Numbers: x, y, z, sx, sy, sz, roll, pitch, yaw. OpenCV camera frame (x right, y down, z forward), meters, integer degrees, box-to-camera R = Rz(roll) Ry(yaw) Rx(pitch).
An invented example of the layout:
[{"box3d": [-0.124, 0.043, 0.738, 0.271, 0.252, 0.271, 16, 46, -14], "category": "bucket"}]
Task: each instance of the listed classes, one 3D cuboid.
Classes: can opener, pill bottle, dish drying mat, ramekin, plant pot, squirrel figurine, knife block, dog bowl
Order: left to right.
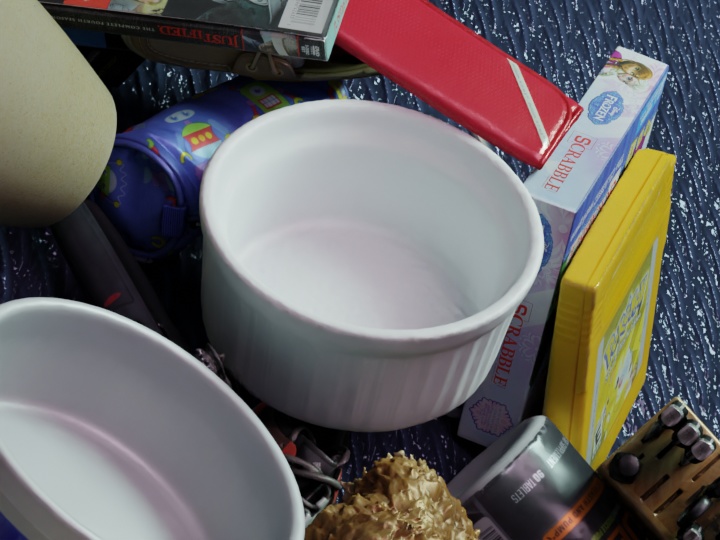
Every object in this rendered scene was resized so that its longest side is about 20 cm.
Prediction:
[{"box3d": [-0.238, -0.103, 1.186, 0.200, 0.187, 0.188, 30, 43, -40], "category": "plant pot"}, {"box3d": [-0.130, 0.110, 1.085, 0.200, 0.079, 0.200, 31, 25, -16], "category": "dog bowl"}, {"box3d": [-0.132, 0.028, 1.234, 0.200, 0.078, 0.063, 60, 0, 23], "category": "can opener"}, {"box3d": [0.000, 0.000, 1.256, 0.199, 0.098, 0.201, 7, 44, -7], "category": "ramekin"}, {"box3d": [0.028, 0.204, 1.166, 0.186, 0.141, 0.201, 4, 98, -48], "category": "squirrel figurine"}, {"box3d": [0.041, -0.135, 1.315, 0.200, 0.018, 0.077, 34, 46, 4], "category": "dish drying mat"}, {"box3d": [0.138, 0.195, 1.324, 0.200, 0.106, 0.106, 49, 42, -2], "category": "pill bottle"}, {"box3d": [0.180, 0.113, 1.293, 0.176, 0.064, 0.200, 51, -2, -37], "category": "knife block"}]

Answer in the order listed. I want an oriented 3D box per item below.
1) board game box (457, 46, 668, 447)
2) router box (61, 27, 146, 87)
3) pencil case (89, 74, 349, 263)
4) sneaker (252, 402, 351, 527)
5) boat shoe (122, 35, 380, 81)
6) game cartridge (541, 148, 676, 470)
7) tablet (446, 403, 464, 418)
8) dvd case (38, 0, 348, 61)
[{"box3d": [0.133, -0.014, 1.405, 0.041, 0.200, 0.200, 22, 39, 13], "category": "board game box"}, {"box3d": [-0.225, -0.216, 1.351, 0.149, 0.051, 0.201, 1, 62, -40], "category": "router box"}, {"box3d": [-0.084, -0.074, 1.349, 0.087, 0.078, 0.200, 34, 38, 20], "category": "pencil case"}, {"box3d": [-0.052, 0.131, 1.224, 0.077, 0.082, 0.200, 35, 43, -15], "category": "sneaker"}, {"box3d": [-0.048, -0.154, 1.342, 0.199, 0.074, 0.069, -6, 26, -24], "category": "boat shoe"}, {"box3d": [0.161, 0.040, 1.404, 0.032, 0.201, 0.176, 17, 40, 16], "category": "game cartridge"}, {"box3d": [0.038, -0.004, 1.453, 0.130, 0.014, 0.200, 35, 44, -16], "category": "tablet"}, {"box3d": [-0.100, -0.192, 1.303, 0.199, 0.022, 0.146, 7, 49, 10], "category": "dvd case"}]
